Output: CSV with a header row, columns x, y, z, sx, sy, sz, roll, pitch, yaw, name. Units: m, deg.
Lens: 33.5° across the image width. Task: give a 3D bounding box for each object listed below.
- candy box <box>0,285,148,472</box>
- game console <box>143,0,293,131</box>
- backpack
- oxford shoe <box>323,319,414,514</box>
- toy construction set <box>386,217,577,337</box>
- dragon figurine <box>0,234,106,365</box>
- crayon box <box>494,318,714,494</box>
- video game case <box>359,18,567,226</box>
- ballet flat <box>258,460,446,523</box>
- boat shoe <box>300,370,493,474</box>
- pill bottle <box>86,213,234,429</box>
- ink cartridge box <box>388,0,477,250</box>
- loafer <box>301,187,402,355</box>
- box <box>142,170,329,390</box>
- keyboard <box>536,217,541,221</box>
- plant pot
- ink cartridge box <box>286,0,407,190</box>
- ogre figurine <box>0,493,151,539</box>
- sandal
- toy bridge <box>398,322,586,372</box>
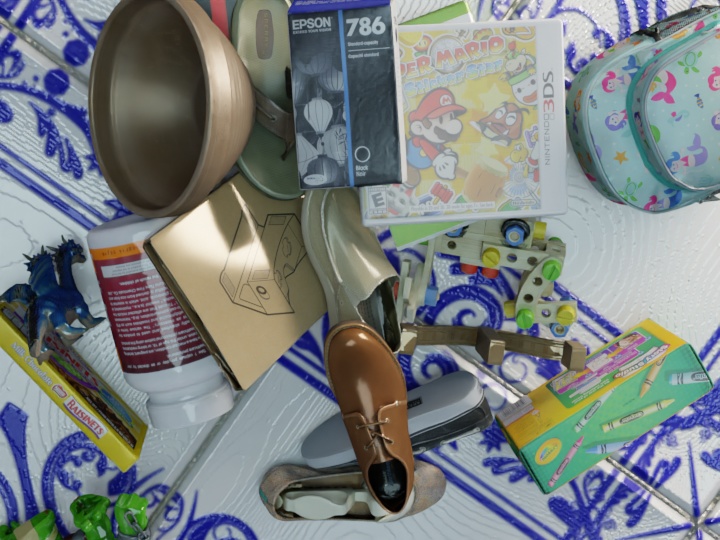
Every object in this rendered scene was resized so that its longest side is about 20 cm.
x,y,z,sx,sy,sz,roll,pitch,yaw,name
-0.286,0.103,1.162,0.026,0.102,0.200,-41,101,1,candy box
-0.130,-0.240,1.161,0.175,0.031,0.202,-5,100,-1,game console
0.307,-0.150,1.163,0.198,0.151,0.179,-22,102,3,backpack
0.016,0.140,1.127,0.071,0.071,0.202,-17,114,4,oxford shoe
0.125,0.001,1.198,0.197,0.092,0.132,3,116,-5,toy construction set
-0.296,0.027,1.103,0.059,0.200,0.100,-35,94,15,dragon figurine
0.242,0.134,1.212,0.199,0.119,0.059,-32,101,1,crayon box
0.094,-0.138,1.120,0.197,0.023,0.184,-3,97,-4,video game case
-0.005,0.235,1.230,0.197,0.067,0.069,-3,100,-5,ballet flat
0.039,0.168,1.222,0.198,0.074,0.069,-24,117,4,boat shoe
-0.187,0.045,1.157,0.112,0.113,0.202,-14,100,-3,pill bottle
0.062,-0.141,1.167,0.146,0.076,0.202,-20,100,-2,ink cartridge box
0.000,0.000,1.155,0.075,0.068,0.202,-26,106,-46,loafer
-0.094,-0.009,1.142,0.200,0.021,0.164,-42,106,-40,box
0.156,-0.141,1.212,0.056,0.011,0.203,-3,100,-5,keyboard
-0.160,-0.152,1.092,0.092,0.200,0.203,-7,103,-42,plant pot
-0.013,-0.176,1.080,0.098,0.039,0.203,-4,96,10,ink cartridge box
-0.273,0.289,1.195,0.199,0.098,0.121,-27,111,7,ogre figurine
-0.085,-0.165,1.121,0.079,0.057,0.203,-10,100,-26,sandal
0.132,0.075,1.217,0.198,0.067,0.028,6,99,-8,toy bridge
